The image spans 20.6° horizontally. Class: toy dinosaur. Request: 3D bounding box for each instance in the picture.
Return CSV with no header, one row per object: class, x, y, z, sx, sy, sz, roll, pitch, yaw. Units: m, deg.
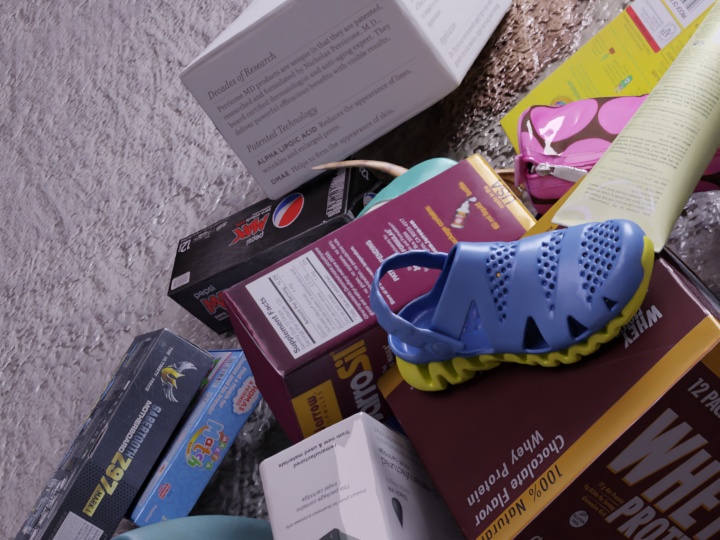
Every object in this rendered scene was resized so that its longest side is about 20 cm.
toy dinosaur,0.073,-0.041,1.434,0.200,0.106,0.060,47,136,20

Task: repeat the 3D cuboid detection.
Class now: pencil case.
pencil case,0.204,-0.082,1.315,0.200,0.094,0.091,-9,88,25

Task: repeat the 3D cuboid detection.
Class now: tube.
tube,0.199,-0.092,1.229,0.200,0.052,0.058,-53,10,-26

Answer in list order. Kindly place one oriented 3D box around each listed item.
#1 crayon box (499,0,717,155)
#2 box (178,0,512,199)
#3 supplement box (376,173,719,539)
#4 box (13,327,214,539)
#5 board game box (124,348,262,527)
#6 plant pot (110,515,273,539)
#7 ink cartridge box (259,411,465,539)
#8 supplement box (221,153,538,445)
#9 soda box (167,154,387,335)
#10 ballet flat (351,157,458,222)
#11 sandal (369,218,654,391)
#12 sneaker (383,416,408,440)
crayon box,0.204,-0.130,1.435,0.200,0.051,0.127,-40,36,15
box,-0.008,-0.188,1.604,0.200,0.131,0.199,-30,14,29
supplement box,0.148,0.088,1.225,0.197,0.133,0.200,-45,34,9
box,-0.193,0.142,1.522,0.200,0.051,0.158,-60,11,-12
board game box,-0.136,0.132,1.538,0.151,0.037,0.200,-58,11,-9
plant pot,-0.124,0.249,1.363,0.200,0.135,0.200,-41,32,33
ink cartridge box,0.025,0.210,1.209,0.084,0.146,0.200,-28,54,20
supplement box,0.022,0.025,1.319,0.200,0.110,0.086,-29,53,-11
soda box,-0.062,-0.018,1.623,0.200,0.071,0.063,-24,42,35
ballet flat,0.000,0.000,1.393,0.200,0.067,0.070,-43,-6,14
sandal,0.082,0.014,1.177,0.200,0.087,0.080,-22,41,34
sneaker,0.020,0.056,1.458,0.115,0.081,0.200,-28,34,30
